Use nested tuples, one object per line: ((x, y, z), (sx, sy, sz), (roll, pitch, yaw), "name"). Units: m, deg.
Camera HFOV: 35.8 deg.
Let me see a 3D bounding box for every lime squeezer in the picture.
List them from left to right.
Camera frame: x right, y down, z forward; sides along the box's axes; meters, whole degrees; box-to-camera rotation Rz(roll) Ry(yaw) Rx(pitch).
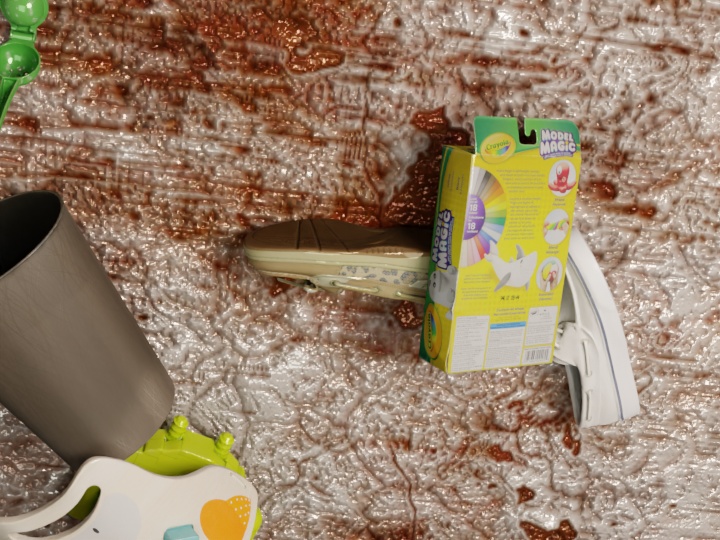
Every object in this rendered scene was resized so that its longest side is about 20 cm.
((-0.258, -0.183, 0.823), (0.037, 0.071, 0.204), (8, 87, 9), "lime squeezer")

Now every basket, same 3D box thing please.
((-0.249, 0.056, 0.903), (0.178, 0.137, 0.201), (-8, 128, 36), "basket")

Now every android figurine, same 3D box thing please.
((-0.181, 0.222, 1.042), (0.180, 0.041, 0.202), (20, 116, -13), "android figurine")

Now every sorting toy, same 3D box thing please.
((-0.213, 0.227, 0.941), (0.198, 0.108, 0.180), (-30, 131, 15), "sorting toy")

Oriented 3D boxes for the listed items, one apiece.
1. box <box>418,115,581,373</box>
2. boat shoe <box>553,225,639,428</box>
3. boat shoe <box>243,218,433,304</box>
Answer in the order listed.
((0.113, -0.024, 0.896), (0.116, 0.048, 0.203), (-2, 107, -33), "box")
((0.192, 0.058, 0.969), (0.064, 0.074, 0.202), (-21, 115, 2), "boat shoe")
((0.000, 0.000, 0.926), (0.196, 0.074, 0.064), (4, 114, -7), "boat shoe")
